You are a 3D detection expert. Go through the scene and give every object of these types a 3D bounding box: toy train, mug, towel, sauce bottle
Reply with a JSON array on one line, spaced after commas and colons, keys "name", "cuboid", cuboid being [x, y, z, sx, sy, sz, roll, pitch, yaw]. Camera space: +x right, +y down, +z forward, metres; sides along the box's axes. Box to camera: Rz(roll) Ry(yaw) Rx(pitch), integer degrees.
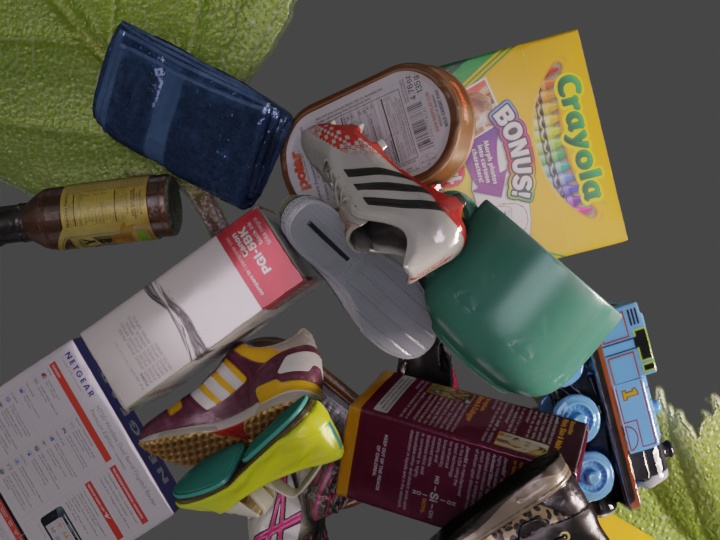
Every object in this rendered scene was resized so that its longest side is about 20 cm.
[{"name": "toy train", "cuboid": [0.228, 0.127, 0.869, 0.112, 0.087, 0.204, -15, 90, -2]}, {"name": "mug", "cuboid": [0.124, 0.026, 0.797, 0.151, 0.185, 0.115, 35, 99, -26]}, {"name": "towel", "cuboid": [-0.169, -0.148, 0.884, 0.198, 0.048, 0.113, 29, 108, 15]}, {"name": "sauce bottle", "cuboid": [-0.277, -0.054, 0.912, 0.196, 0.065, 0.066, -6, 91, 6]}]

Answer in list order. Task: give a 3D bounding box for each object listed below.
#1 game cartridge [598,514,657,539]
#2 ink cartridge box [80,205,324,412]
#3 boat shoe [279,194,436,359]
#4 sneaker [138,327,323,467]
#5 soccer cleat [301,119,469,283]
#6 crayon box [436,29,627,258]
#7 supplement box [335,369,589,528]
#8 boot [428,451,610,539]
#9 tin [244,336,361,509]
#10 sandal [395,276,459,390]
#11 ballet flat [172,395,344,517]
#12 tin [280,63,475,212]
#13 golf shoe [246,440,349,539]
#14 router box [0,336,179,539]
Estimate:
[{"name": "game cartridge", "cuboid": [0.184, 0.271, 0.835, 0.197, 0.177, 0.033, 28, 124, 5]}, {"name": "ink cartridge box", "cuboid": [-0.141, 0.033, 0.861, 0.198, 0.147, 0.084, -35, 87, 3]}, {"name": "boat shoe", "cuboid": [0.000, 0.000, 0.853, 0.072, 0.062, 0.200, -40, 114, 2]}, {"name": "sneaker", "cuboid": [-0.121, 0.120, 0.871, 0.197, 0.075, 0.091, -18, 53, 18]}, {"name": "soccer cleat", "cuboid": [0.004, -0.061, 0.771, 0.085, 0.069, 0.199, -41, 55, -19]}, {"name": "crayon box", "cuboid": [0.145, -0.106, 0.881, 0.169, 0.058, 0.204, -14, 90, 4]}, {"name": "supplement box", "cuboid": [0.091, 0.165, 0.805, 0.196, 0.110, 0.087, 14, 105, 16]}, {"name": "boot", "cuboid": [0.123, 0.256, 0.716, 0.200, 0.073, 0.151, -43, 84, 15]}, {"name": "tin", "cuboid": [-0.058, 0.151, 0.913, 0.199, 0.042, 0.113, 37, 89, 3]}, {"name": "sandal", "cuboid": [0.064, 0.109, 0.898, 0.073, 0.045, 0.204, -4, 91, 4]}, {"name": "ballet flat", "cuboid": [-0.089, 0.180, 0.811, 0.199, 0.067, 0.067, -36, 103, 33]}, {"name": "tin", "cuboid": [0.011, -0.119, 0.858, 0.197, 0.042, 0.114, -20, 80, 29]}, {"name": "golf shoe", "cuboid": [-0.073, 0.242, 0.871, 0.091, 0.072, 0.203, 22, 91, 24]}, {"name": "router box", "cuboid": [-0.302, 0.199, 0.925, 0.178, 0.049, 0.202, -31, 89, 4]}]
